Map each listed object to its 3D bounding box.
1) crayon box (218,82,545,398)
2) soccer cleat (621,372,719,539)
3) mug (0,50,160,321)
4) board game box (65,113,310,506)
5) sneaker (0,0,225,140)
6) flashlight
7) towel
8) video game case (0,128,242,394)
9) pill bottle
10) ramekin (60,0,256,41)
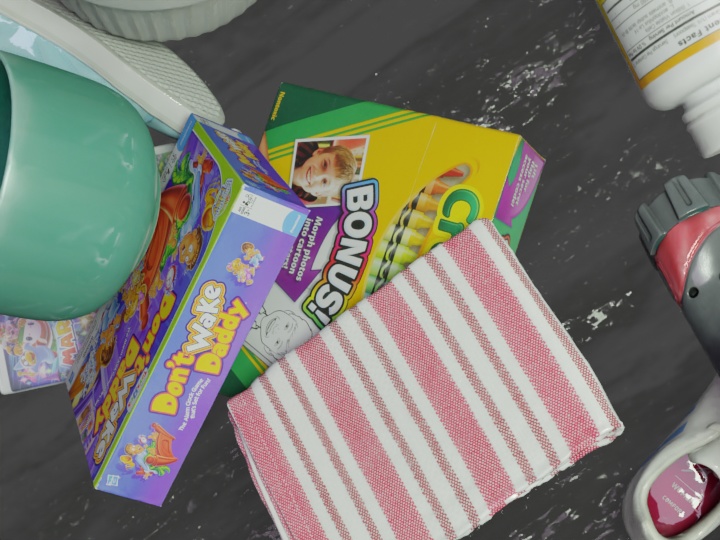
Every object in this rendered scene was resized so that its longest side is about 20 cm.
[{"bbox_3d":[0.000,0.000,0.795,0.172,0.058,0.202,16,85,30],"label":"crayon box"},{"bbox_3d":[0.237,0.096,0.790,0.070,0.086,0.201,37,93,7],"label":"soccer cleat"},{"bbox_3d":[-0.196,-0.059,0.800,0.152,0.114,0.186,-43,47,36],"label":"mug"},{"bbox_3d":[-0.112,0.020,0.786,0.045,0.135,0.201,21,104,-28],"label":"board game box"},{"bbox_3d":[-0.186,-0.128,0.870,0.199,0.074,0.082,33,115,7],"label":"sneaker"},{"bbox_3d":[0.231,0.034,0.757,0.067,0.068,0.201,-5,50,-23],"label":"flashlight"},{"bbox_3d":[0.029,0.082,0.716,0.199,0.030,0.147,-36,64,12],"label":"towel"},{"bbox_3d":[-0.164,-0.005,0.881,0.198,0.018,0.144,-12,87,7],"label":"video game case"},{"bbox_3d":[0.201,-0.175,0.791,0.109,0.109,0.201,-26,86,6],"label":"pill bottle"},{"bbox_3d":[-0.131,-0.242,0.821,0.198,0.105,0.202,0,76,-1],"label":"ramekin"}]
